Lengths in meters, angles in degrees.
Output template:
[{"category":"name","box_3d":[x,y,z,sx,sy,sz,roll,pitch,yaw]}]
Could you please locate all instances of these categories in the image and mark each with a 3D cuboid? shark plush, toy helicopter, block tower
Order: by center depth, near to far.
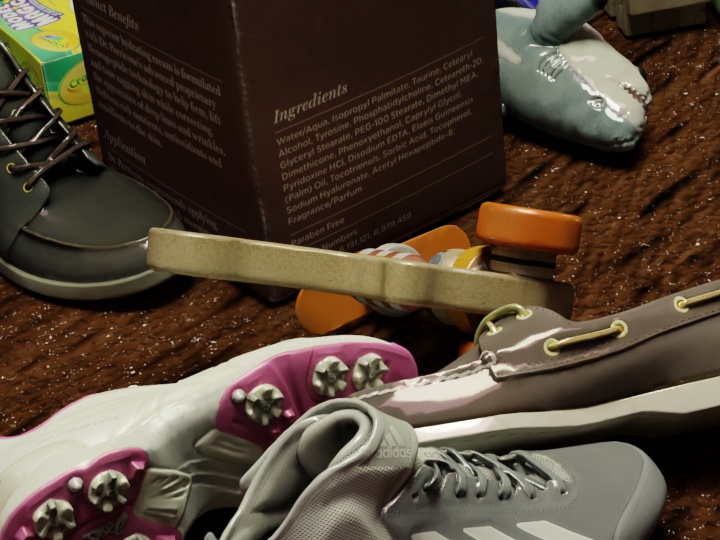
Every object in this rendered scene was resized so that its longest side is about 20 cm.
[{"category":"toy helicopter","box_3d":[0.000,0.000,0.896,0.198,0.080,0.132,8,3,-9]},{"category":"shark plush","box_3d":[0.070,-0.111,1.097,0.198,0.091,0.084,11,65,18]},{"category":"block tower","box_3d":[0.166,-0.213,1.254,0.057,0.054,0.200,-10,30,-6]}]

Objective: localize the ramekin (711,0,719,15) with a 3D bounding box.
[{"category":"ramekin","box_3d":[0.300,-0.212,1.183,0.198,0.099,0.201,-5,31,3]}]

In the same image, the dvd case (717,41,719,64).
[{"category":"dvd case","box_3d":[0.289,-0.104,1.016,0.198,0.016,0.149,5,11,8]}]

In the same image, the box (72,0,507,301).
[{"category":"box","box_3d":[-0.039,-0.125,1.005,0.163,0.202,0.165,-26,37,-29]}]

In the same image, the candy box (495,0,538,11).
[{"category":"candy box","box_3d":[0.032,-0.232,1.161,0.077,0.169,0.200,-55,30,-5]}]

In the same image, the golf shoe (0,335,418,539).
[{"category":"golf shoe","box_3d":[-0.071,0.067,0.819,0.198,0.076,0.091,-19,27,-25]}]

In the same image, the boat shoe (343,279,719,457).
[{"category":"boat shoe","box_3d":[0.081,0.044,0.810,0.198,0.072,0.060,-9,75,-10]}]

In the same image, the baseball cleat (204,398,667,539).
[{"category":"baseball cleat","box_3d":[0.035,0.088,0.727,0.199,0.107,0.070,-23,29,-29]}]

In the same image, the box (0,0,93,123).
[{"category":"box","box_3d":[-0.151,-0.149,1.217,0.199,0.049,0.117,-23,34,-22]}]

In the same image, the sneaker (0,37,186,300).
[{"category":"sneaker","box_3d":[-0.171,-0.058,1.009,0.199,0.107,0.075,20,39,37]}]
